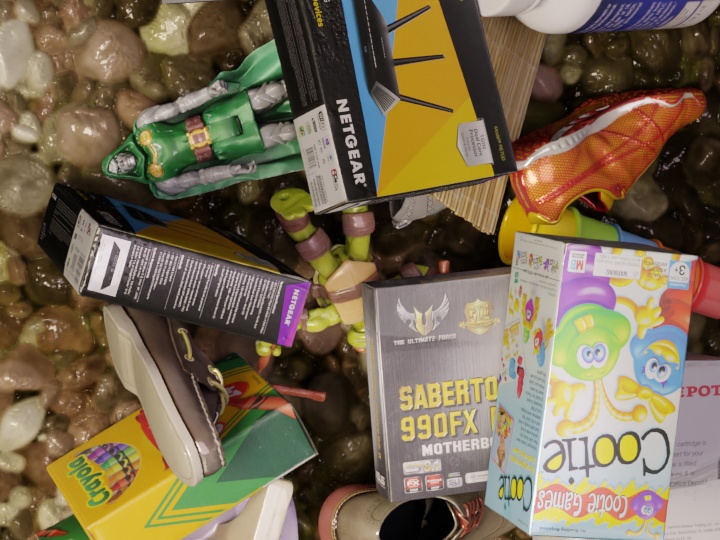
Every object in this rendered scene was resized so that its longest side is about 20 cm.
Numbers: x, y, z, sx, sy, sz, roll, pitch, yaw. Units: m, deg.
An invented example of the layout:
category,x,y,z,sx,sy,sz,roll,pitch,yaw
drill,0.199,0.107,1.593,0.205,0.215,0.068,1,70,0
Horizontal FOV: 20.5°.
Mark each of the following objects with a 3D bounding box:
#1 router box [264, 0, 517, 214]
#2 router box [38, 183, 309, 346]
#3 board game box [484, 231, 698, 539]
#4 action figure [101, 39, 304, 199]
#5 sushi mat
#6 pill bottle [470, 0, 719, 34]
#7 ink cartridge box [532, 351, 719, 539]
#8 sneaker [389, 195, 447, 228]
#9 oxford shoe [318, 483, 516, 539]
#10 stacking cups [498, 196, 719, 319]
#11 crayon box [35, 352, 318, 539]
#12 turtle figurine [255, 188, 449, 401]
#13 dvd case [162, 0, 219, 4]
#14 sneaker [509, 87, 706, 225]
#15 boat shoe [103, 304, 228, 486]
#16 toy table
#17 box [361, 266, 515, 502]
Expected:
category,x,y,z,sx,sy,sz,roll,pitch,yaw
router box,0.017,-0.151,1.393,0.148,0.051,0.201,-12,86,-32
router box,-0.134,-0.006,1.371,0.148,0.200,0.051,16,95,-19
board game box,0.161,0.080,1.399,0.102,0.105,0.201,5,94,-15
action figure,-0.093,-0.103,1.439,0.199,0.055,0.119,-19,90,6
sushi mat,0.092,-0.133,1.484,0.096,0.012,0.201,34,64,-41
pill bottle,0.167,-0.235,1.464,0.199,0.119,0.121,-8,99,-34
ink cartridge box,0.216,0.166,1.569,0.144,0.083,0.201,-1,96,-16
sneaker,0.016,-0.122,1.477,0.082,0.075,0.201,-33,105,-12
oxford shoe,0.067,0.191,1.513,0.199,0.075,0.071,-8,99,-36
stacking cups,0.209,-0.009,1.560,0.199,0.060,0.061,15,92,-19
crayon box,-0.144,0.145,1.429,0.199,0.127,0.051,-32,115,-12
turtle figurine,0.000,0.000,1.490,0.199,0.064,0.162,-18,120,-4
dvd case,-0.117,-0.288,1.377,0.025,0.150,0.201,-11,100,-23
sneaker,0.190,-0.091,1.528,0.199,0.073,0.078,-27,107,-29
boat shoe,-0.128,0.079,1.396,0.059,0.200,0.072,-13,121,-17
toy table,-0.097,0.237,1.463,0.183,0.117,0.201,3,94,-18
box,0.105,0.078,1.464,0.199,0.048,0.159,-5,97,-13
